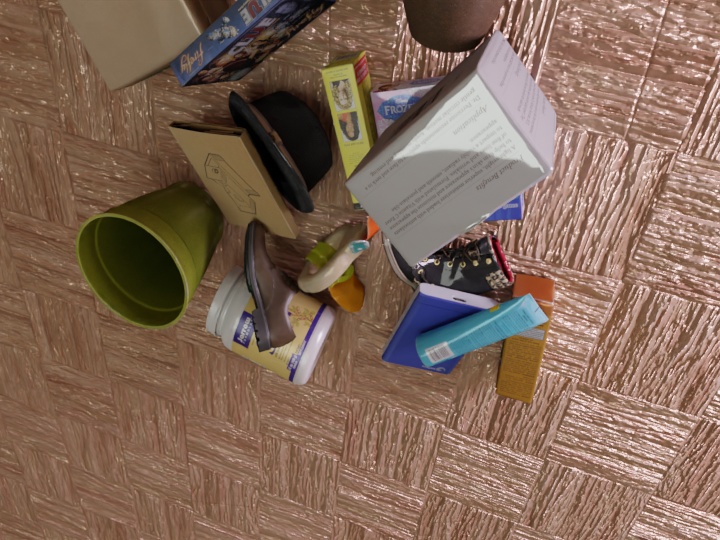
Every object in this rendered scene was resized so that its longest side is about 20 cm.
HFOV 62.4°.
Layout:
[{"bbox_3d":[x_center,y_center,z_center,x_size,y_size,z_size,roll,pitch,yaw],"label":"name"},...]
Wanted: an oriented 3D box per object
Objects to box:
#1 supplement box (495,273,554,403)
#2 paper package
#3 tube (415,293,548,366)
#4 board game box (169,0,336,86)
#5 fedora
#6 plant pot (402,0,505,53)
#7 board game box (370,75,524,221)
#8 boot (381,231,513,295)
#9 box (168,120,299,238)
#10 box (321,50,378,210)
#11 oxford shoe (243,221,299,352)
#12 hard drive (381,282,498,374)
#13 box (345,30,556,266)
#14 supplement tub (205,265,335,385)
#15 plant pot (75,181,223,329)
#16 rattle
[{"bbox_3d":[0.260,0.111,0.945,0.066,0.067,0.206,8,123,15],"label":"supplement box"},{"bbox_3d":[-0.302,-0.380,0.818,0.194,0.104,0.195,-13,116,26],"label":"paper package"},{"bbox_3d":[0.177,0.090,0.890,0.196,0.052,0.077,-25,141,27],"label":"tube"},{"bbox_3d":[-0.140,-0.312,0.778,0.196,0.135,0.035,-26,97,32],"label":"board game box"},{"bbox_3d":[-0.104,-0.187,0.859,0.091,0.200,0.204,-35,110,-10],"label":"fedora"},{"bbox_3d":[0.109,-0.356,0.648,0.181,0.190,0.204,15,139,10],"label":"plant pot"},{"bbox_3d":[0.125,-0.166,0.832,0.193,0.041,0.205,-1,120,21],"label":"board game box"},{"bbox_3d":[0.131,-0.019,0.892,0.147,0.075,0.201,-19,127,27],"label":"boot"},{"bbox_3d":[-0.192,-0.138,0.916,0.160,0.022,0.202,15,147,34],"label":"box"},{"bbox_3d":[-0.001,-0.195,0.843,0.048,0.076,0.206,-4,119,19],"label":"box"},{"bbox_3d":[-0.142,0.020,0.951,0.082,0.073,0.207,-11,87,-12],"label":"oxford shoe"},{"bbox_3d":[0.123,0.101,0.965,0.127,0.026,0.202,12,141,-9],"label":"hard drive"},{"bbox_3d":[0.113,-0.146,0.700,0.197,0.201,0.131,-35,104,33],"label":"box"},{"bbox_3d":[-0.154,0.092,1.038,0.195,0.147,0.148,25,127,2],"label":"supplement tub"},{"bbox_3d":[-0.323,-0.047,0.982,0.194,0.194,0.206,10,125,14],"label":"plant pot"},{"bbox_3d":[0.000,0.000,0.923,0.197,0.130,0.145,-25,102,42],"label":"rattle"}]
